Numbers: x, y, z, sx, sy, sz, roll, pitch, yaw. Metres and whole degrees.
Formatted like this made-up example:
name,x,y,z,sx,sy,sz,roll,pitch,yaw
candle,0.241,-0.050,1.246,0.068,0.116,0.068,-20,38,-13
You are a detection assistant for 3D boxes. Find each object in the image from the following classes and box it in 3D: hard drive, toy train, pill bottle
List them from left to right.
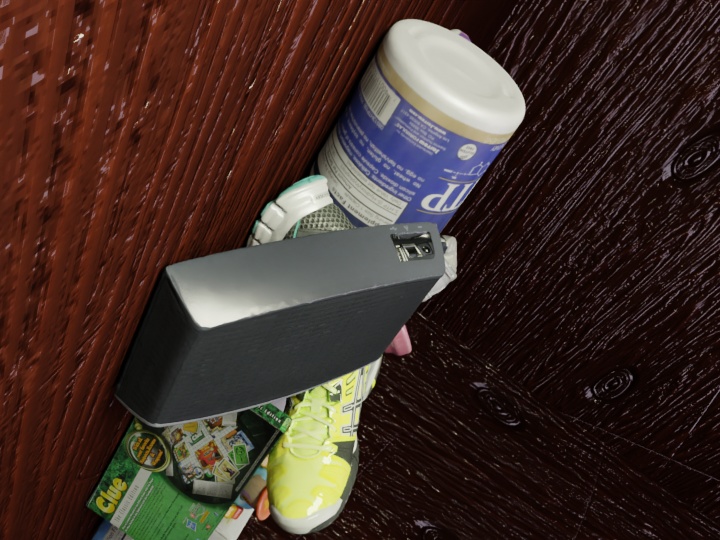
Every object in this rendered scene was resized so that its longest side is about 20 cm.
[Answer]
name,x,y,z,sx,sy,sz,roll,pitch,yaw
toy train,-0.076,0.149,0.738,0.150,0.055,0.201,-27,136,-44
hard drive,-0.041,0.033,0.500,0.199,0.042,0.135,-11,147,-40
pill bottle,0.028,-0.081,0.637,0.201,0.119,0.120,-56,179,36

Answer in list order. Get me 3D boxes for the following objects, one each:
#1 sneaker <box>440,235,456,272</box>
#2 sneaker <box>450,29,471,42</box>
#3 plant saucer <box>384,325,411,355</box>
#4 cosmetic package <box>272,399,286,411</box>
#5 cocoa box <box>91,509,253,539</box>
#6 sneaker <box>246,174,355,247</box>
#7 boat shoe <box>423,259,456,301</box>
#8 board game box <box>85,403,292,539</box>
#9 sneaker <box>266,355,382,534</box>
name,x,y,z,sx,sy,sz,roll,pitch,yaw
sneaker,0.039,-0.013,1.038,0.199,0.128,0.080,-28,117,-64
sneaker,0.072,-0.170,0.890,0.201,0.088,0.080,-57,178,-6
plant saucer,0.000,0.000,0.867,0.050,0.202,0.201,-20,179,0
cosmetic package,-0.103,0.100,0.786,0.201,0.071,0.101,-56,154,-8
cocoa box,-0.187,0.250,0.930,0.134,0.131,0.200,-55,180,26
sneaker,-0.057,0.026,0.616,0.077,0.091,0.200,-31,161,-47
boat shoe,0.052,-0.046,0.856,0.068,0.201,0.072,-28,-145,1
board game box,-0.142,0.155,0.639,0.201,0.104,0.023,-55,-178,31
sneaker,-0.035,0.106,0.633,0.077,0.075,0.201,76,20,-46
